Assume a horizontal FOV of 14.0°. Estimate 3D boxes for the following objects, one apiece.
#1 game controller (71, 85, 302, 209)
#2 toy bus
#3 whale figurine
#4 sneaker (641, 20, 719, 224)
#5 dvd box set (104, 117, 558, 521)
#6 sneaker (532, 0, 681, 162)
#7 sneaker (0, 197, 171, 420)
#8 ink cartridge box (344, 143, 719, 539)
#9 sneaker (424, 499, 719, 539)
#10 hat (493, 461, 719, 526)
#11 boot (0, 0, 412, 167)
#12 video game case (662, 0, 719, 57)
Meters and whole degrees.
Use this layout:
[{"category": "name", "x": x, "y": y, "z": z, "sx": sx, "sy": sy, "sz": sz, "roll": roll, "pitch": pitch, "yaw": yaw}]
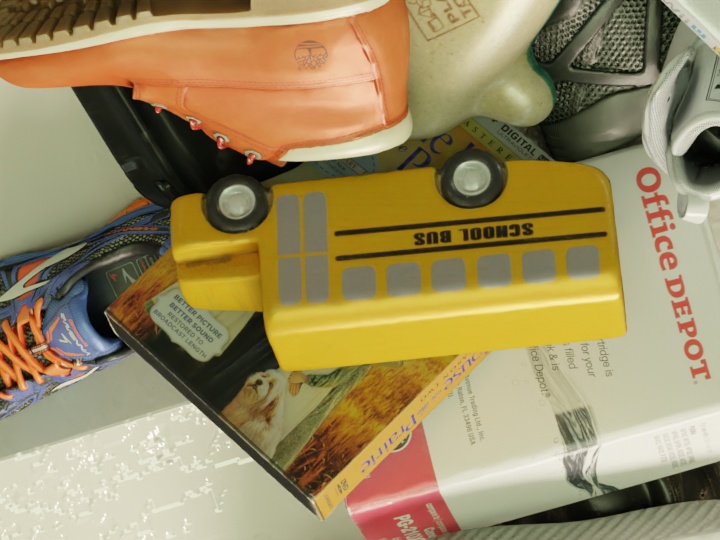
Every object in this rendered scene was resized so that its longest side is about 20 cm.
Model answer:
[{"category": "game controller", "x": -0.099, "y": -0.120, "z": 1.345, "sx": 0.104, "sy": 0.042, "sz": 0.200, "roll": -23, "pitch": 111, "yaw": 20}, {"category": "toy bus", "x": 0.017, "y": -0.003, "z": 1.323, "sx": 0.200, "sy": 0.065, "sz": 0.078, "roll": -6, "pitch": 67, "yaw": 5}, {"category": "whale figurine", "x": 0.049, "y": -0.142, "z": 1.327, "sx": 0.200, "sy": 0.104, "sz": 0.159, "roll": -23, "pitch": 108, "yaw": 41}, {"category": "sneaker", "x": 0.180, "y": -0.116, "z": 1.299, "sx": 0.075, "sy": 0.115, "sz": 0.200, "roll": 19, "pitch": 121, "yaw": 3}, {"category": "dvd box set", "x": 0.000, "y": 0.000, "z": 1.378, "sx": 0.200, "sy": 0.029, "sz": 0.146, "roll": -43, "pitch": 67, "yaw": -12}, {"category": "sneaker", "x": 0.155, "y": -0.143, "z": 1.402, "sx": 0.199, "sy": 0.076, "sz": 0.114, "roll": -27, "pitch": 110, "yaw": 13}, {"category": "sneaker", "x": -0.147, "y": 0.022, "z": 1.450, "sx": 0.200, "sy": 0.078, "sz": 0.075, "roll": -32, "pitch": 103, "yaw": 9}, {"category": "ink cartridge box", "x": 0.081, "y": 0.037, "z": 1.416, "sx": 0.200, "sy": 0.084, "sz": 0.145, "roll": -16, "pitch": 67, "yaw": 5}, {"category": "sneaker", "x": 0.098, "y": 0.180, "z": 1.400, "sx": 0.200, "sy": 0.073, "sz": 0.115, "roll": -5, "pitch": 105, "yaw": -9}, {"category": "hat", "x": 0.132, "y": 0.124, "z": 1.476, "sx": 0.200, "sy": 0.081, "sz": 0.201, "roll": 0, "pitch": 106, "yaw": -1}, {"category": "boot", "x": -0.073, "y": -0.088, "z": 1.296, "sx": 0.200, "sy": 0.075, "sz": 0.107, "roll": -3, "pitch": 124, "yaw": 13}, {"category": "video game case", "x": 0.236, "y": -0.110, "z": 1.258, "sx": 0.200, "sy": 0.018, "sz": 0.143, "roll": 44, "pitch": 82, "yaw": -3}]
